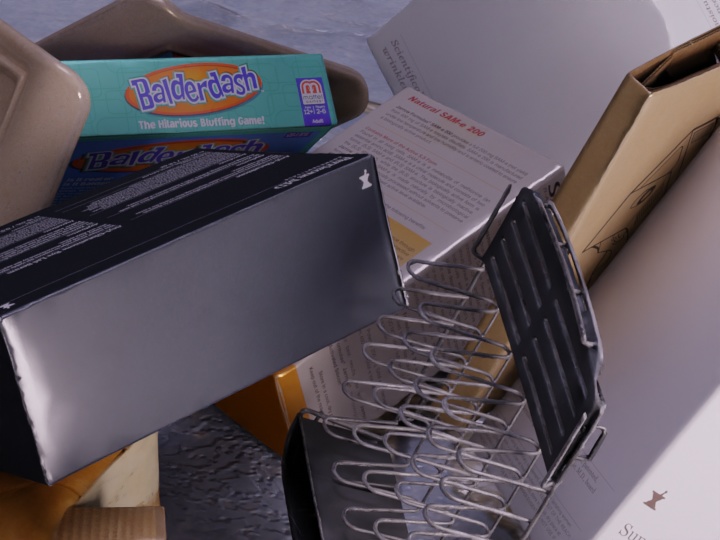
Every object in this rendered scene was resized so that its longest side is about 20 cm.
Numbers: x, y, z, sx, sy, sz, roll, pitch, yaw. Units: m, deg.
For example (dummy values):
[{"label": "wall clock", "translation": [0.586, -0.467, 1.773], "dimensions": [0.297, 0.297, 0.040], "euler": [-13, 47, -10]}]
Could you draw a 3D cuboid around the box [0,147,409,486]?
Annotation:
[{"label": "box", "translation": [-0.101, 0.012, 0.896], "dimensions": [0.199, 0.079, 0.141], "euler": [-25, 17, -35]}]

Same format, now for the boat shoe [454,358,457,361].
[{"label": "boat shoe", "translation": [0.055, 0.015, 1.136], "dimensions": [0.070, 0.067, 0.200], "euler": [-7, 29, -31]}]

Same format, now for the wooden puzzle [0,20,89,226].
[{"label": "wooden puzzle", "translation": [-0.223, -0.048, 1.039], "dimensions": [0.037, 0.186, 0.200], "euler": [13, 16, -47]}]

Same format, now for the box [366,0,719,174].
[{"label": "box", "translation": [0.142, -0.108, 1.185], "dimensions": [0.130, 0.200, 0.200], "euler": [-18, 78, -44]}]

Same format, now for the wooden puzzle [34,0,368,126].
[{"label": "wooden puzzle", "translation": [-0.119, -0.087, 1.160], "dimensions": [0.184, 0.037, 0.200], "euler": [-22, -22, 30]}]

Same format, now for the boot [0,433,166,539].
[{"label": "boot", "translation": [-0.159, 0.095, 0.896], "dimensions": [0.143, 0.071, 0.201], "euler": [-1, 21, -7]}]

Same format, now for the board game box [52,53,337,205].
[{"label": "board game box", "translation": [-0.121, -0.058, 1.117], "dimensions": [0.151, 0.045, 0.200], "euler": [-4, -17, -27]}]

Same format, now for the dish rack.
[{"label": "dish rack", "translation": [0.033, 0.067, 0.840], "dimensions": [0.054, 0.201, 0.154], "euler": [11, 38, -23]}]

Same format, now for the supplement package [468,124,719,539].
[{"label": "supplement package", "translation": [0.166, 0.054, 0.893], "dimensions": [0.121, 0.200, 0.120], "euler": [31, 13, -28]}]

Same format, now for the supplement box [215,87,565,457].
[{"label": "supplement box", "translation": [0.000, 0.000, 1.063], "dimensions": [0.200, 0.074, 0.126], "euler": [-35, 44, -24]}]

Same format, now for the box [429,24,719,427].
[{"label": "box", "translation": [0.120, -0.027, 0.922], "dimensions": [0.021, 0.201, 0.163], "euler": [41, 38, 17]}]
